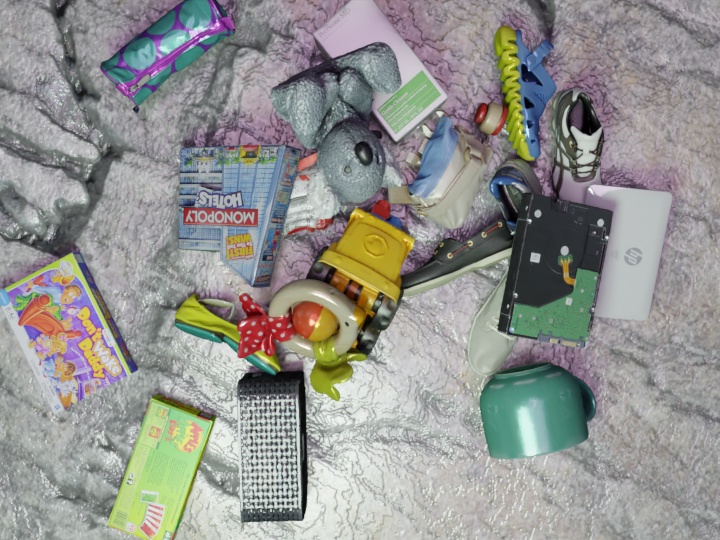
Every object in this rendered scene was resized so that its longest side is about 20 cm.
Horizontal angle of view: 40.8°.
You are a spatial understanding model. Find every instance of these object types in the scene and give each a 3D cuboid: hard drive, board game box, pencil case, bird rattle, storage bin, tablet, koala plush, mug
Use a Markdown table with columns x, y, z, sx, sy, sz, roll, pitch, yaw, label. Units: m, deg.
| x | y | z | sx | sy | sz | roll | pitch | yaw | label |
| --- | --- | --- | --- | --- | --- | --- | --- | --- | --- |
| 0.278 | 0.001 | 1.384 | 0.137 | 0.038 | 0.205 | 9 | 91 | -18 | hard drive |
| -0.443 | 0.094 | 1.463 | 0.133 | 0.045 | 0.203 | -27 | 91 | 0 | board game box |
| -0.282 | -0.328 | 1.430 | 0.199 | 0.093 | 0.085 | -38 | 132 | 0 | pencil case |
| -0.300 | 0.303 | 1.467 | 0.100 | 0.048 | 0.204 | 20 | 92 | -1 | board game box |
| -0.075 | 0.073 | 1.337 | 0.198 | 0.113 | 0.164 | 34 | 128 | 1 | bird rattle |
| -0.127 | 0.255 | 1.421 | 0.092 | 0.135 | 0.205 | -2 | 91 | 0 | storage bin |
| -0.188 | -0.079 | 1.419 | 0.196 | 0.061 | 0.205 | 2 | 91 | 22 | board game box |
| 0.387 | -0.025 | 1.449 | 0.127 | 0.014 | 0.204 | 6 | 109 | 0 | tablet |
| -0.024 | -0.187 | 1.344 | 0.175 | 0.183 | 0.203 | -29 | 106 | -20 | koala plush |
| 0.256 | 0.198 | 1.427 | 0.149 | 0.184 | 0.117 | -13 | 89 | 24 | mug |

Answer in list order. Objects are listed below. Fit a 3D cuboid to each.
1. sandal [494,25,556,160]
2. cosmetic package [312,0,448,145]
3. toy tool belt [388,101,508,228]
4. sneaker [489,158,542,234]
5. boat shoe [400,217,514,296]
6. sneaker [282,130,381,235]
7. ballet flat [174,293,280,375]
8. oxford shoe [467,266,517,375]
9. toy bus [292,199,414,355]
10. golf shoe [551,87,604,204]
| x | y | z | sx | sy | sz | roll | pitch | yaw | label |
| --- | --- | --- | --- | --- | --- | --- | --- | --- | --- |
| 0.254 | -0.267 | 1.443 | 0.085 | 0.079 | 0.205 | -6 | 93 | -4 | sandal |
| 0.029 | -0.299 | 1.436 | 0.107 | 0.085 | 0.201 | -40 | 92 | 4 | cosmetic package |
| 0.126 | -0.171 | 1.421 | 0.121 | 0.125 | 0.203 | 23 | 91 | -9 | toy tool belt |
| 0.254 | -0.066 | 1.431 | 0.201 | 0.085 | 0.077 | 52 | 127 | 5 | sneaker |
| 0.138 | -0.016 | 1.450 | 0.198 | 0.074 | 0.064 | -24 | 84 | -2 | boat shoe |
| -0.044 | -0.126 | 1.446 | 0.198 | 0.067 | 0.110 | -23 | 87 | 5 | sneaker |
| -0.190 | 0.086 | 1.431 | 0.197 | 0.067 | 0.068 | 22 | 71 | 26 | ballet flat |
| 0.216 | 0.070 | 1.444 | 0.074 | 0.058 | 0.203 | 24 | 107 | -3 | oxford shoe |
| 0.000 | 0.000 | 1.419 | 0.134 | 0.201 | 0.194 | 25 | 55 | -1 | toy bus |
| 0.324 | -0.170 | 1.435 | 0.076 | 0.094 | 0.204 | -11 | 93 | -1 | golf shoe |
